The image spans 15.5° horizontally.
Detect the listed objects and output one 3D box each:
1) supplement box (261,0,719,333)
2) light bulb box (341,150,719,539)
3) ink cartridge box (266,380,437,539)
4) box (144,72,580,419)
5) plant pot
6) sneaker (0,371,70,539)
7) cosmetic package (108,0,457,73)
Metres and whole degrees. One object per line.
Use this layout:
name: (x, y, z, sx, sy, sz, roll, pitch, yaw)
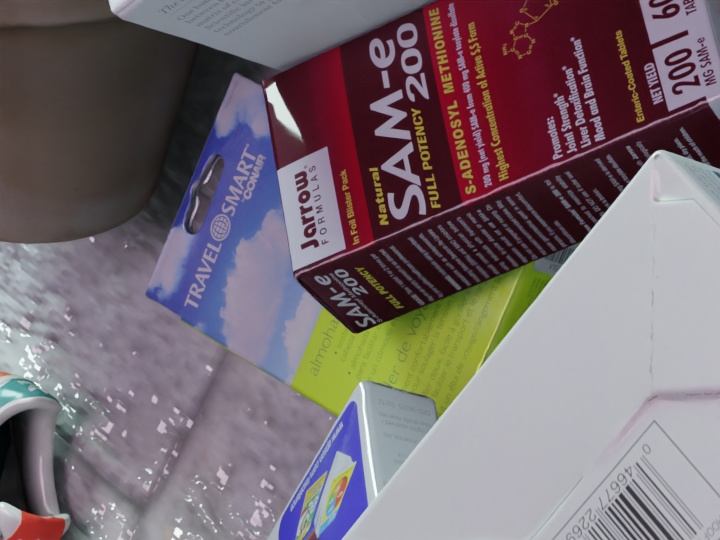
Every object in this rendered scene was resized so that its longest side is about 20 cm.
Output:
supplement box: (0.063, -0.064, 1.105, 0.199, 0.061, 0.109, -24, 55, 19)
light bulb box: (0.135, 0.081, 0.968, 0.198, 0.200, 0.125, -52, 56, 19)
ink cartridge box: (-0.011, 0.184, 1.085, 0.198, 0.043, 0.201, 120, 155, -44)
box: (0.000, 0.000, 1.193, 0.200, 0.048, 0.122, 29, 99, 39)
plant pot: (-0.155, -0.116, 1.255, 0.200, 0.199, 0.174, 33, 133, 38)
sneaker: (-0.194, 0.145, 1.309, 0.093, 0.070, 0.201, 3, 80, 46)
cosmetic package: (0.018, -0.180, 1.114, 0.199, 0.200, 0.123, -30, 64, 31)
